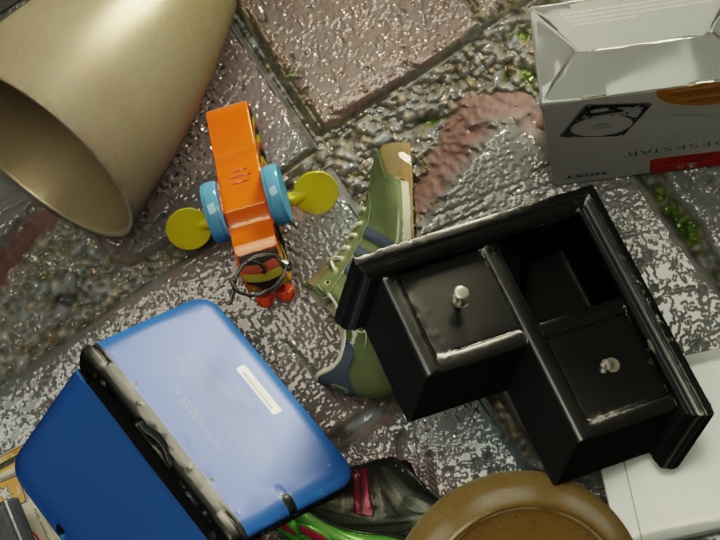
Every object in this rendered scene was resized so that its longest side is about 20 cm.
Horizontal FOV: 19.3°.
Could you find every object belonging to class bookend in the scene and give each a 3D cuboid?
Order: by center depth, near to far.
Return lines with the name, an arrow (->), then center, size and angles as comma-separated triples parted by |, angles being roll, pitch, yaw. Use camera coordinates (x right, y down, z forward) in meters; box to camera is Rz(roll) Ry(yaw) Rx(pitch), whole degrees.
bookend -> 0.113, 0.066, 1.520 | 0.199, 0.092, 0.200 | -16, 64, -19

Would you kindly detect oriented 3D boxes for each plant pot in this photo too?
plant pot -> 0.117, 0.246, 1.524 | 0.199, 0.027, 0.202 | 0, 91, -13
plant pot -> -0.190, -0.162, 1.648 | 0.187, 0.188, 0.200 | 33, 68, 14

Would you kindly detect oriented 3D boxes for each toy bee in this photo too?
toy bee -> -0.088, -0.027, 1.637 | 0.130, 0.109, 0.201 | 2, 51, 17

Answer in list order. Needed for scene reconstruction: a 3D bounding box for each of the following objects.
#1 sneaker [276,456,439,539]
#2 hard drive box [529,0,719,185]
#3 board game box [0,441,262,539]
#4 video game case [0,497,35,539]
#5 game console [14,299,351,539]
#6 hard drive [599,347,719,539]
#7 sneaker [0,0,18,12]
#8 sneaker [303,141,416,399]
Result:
sneaker -> 0.005, 0.178, 1.584 | 0.199, 0.077, 0.084 | 20, 63, 9
hard drive box -> 0.209, -0.135, 1.558 | 0.155, 0.200, 0.077 | -7, 75, 7
board game box -> -0.196, 0.186, 1.615 | 0.199, 0.046, 0.152 | -27, 74, 1
video game case -> -0.264, 0.289, 1.573 | 0.143, 0.019, 0.201 | -35, 73, 34
game console -> -0.134, 0.148, 1.567 | 0.170, 0.119, 0.200 | -24, 59, -31
hard drive -> 0.275, 0.124, 1.574 | 0.199, 0.027, 0.133 | -13, 74, 5
sneaker -> -0.306, -0.286, 1.741 | 0.200, 0.074, 0.116 | -36, 72, -12
sneaker -> 0.000, 0.000, 1.621 | 0.089, 0.067, 0.202 | -2, 79, 2
